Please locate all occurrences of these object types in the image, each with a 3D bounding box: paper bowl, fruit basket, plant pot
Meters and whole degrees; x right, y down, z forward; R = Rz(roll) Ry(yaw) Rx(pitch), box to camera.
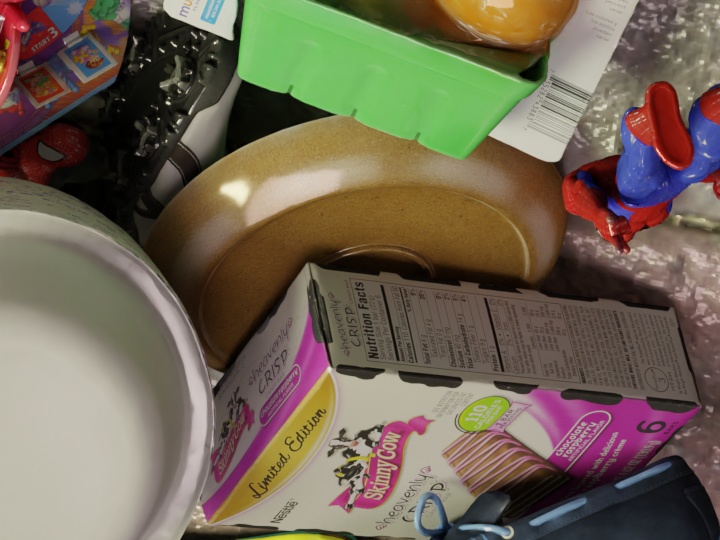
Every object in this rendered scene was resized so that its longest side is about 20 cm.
[{"bbox_3d":[-0.160,0.067,1.216,0.200,0.104,0.202,-5,108,-15],"label":"paper bowl"},{"bbox_3d":[0.033,-0.153,1.168,0.185,0.094,0.201,19,122,-6],"label":"fruit basket"},{"bbox_3d":[0.000,0.000,1.298,0.199,0.028,0.200,-9,145,-6],"label":"plant pot"}]

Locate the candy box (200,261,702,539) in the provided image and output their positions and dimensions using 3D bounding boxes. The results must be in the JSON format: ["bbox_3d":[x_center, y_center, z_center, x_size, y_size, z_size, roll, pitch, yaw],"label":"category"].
[{"bbox_3d":[0.038,0.067,1.328,0.199,0.061,0.136,7,142,-27],"label":"candy box"}]

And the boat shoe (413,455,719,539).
[{"bbox_3d":[0.067,0.136,1.328,0.199,0.069,0.084,-12,162,-12],"label":"boat shoe"}]

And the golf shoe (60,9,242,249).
[{"bbox_3d":[-0.078,-0.043,1.305,0.094,0.078,0.200,9,139,-22],"label":"golf shoe"}]

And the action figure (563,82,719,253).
[{"bbox_3d":[0.126,-0.040,1.205,0.065,0.052,0.200,-20,175,-10],"label":"action figure"}]

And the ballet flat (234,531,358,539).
[{"bbox_3d":[-0.091,0.176,1.509,0.199,0.067,0.067,-6,133,18],"label":"ballet flat"}]

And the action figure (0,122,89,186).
[{"bbox_3d":[-0.211,-0.036,1.336,0.199,0.066,0.052,-14,145,25],"label":"action figure"}]

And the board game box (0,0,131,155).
[{"bbox_3d":[-0.185,-0.100,1.206,0.200,0.039,0.158,-33,125,-10],"label":"board game box"}]
